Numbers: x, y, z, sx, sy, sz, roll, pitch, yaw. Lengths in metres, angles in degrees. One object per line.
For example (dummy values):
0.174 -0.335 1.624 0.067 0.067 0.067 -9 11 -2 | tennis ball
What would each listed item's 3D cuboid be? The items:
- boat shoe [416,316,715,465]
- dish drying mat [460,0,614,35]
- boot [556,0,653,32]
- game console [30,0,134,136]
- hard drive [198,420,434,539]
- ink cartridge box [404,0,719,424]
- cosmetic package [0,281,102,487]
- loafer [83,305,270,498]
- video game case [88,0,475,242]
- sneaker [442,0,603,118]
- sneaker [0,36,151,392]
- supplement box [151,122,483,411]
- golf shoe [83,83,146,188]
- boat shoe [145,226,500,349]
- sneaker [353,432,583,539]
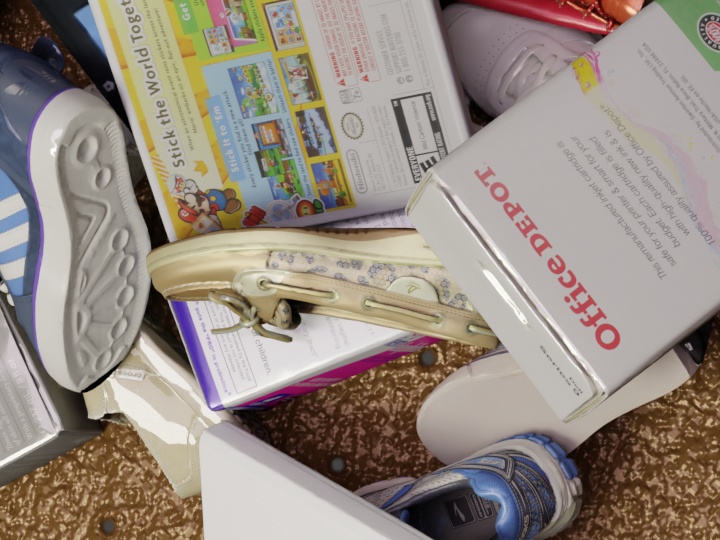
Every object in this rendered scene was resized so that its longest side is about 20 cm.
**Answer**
0.124 0.047 1.469 0.199 0.093 0.075 -25 109 38 | boat shoe
0.069 -0.182 1.498 0.199 0.018 0.077 17 51 16 | dish drying mat
0.115 -0.176 1.435 0.198 0.075 0.108 -7 54 -3 | boot
-0.073 -0.141 1.403 0.176 0.031 0.200 -31 109 17 | game console
-0.016 0.179 1.443 0.199 0.026 0.133 26 127 43 | hard drive
0.144 -0.040 1.340 0.200 0.088 0.146 -37 84 -17 | ink cartridge box
-0.269 0.096 1.566 0.199 0.090 0.107 -29 82 9 | cosmetic package
-0.141 0.056 1.536 0.200 0.076 0.068 44 93 14 | loafer
-0.043 -0.116 1.387 0.181 0.023 0.201 -10 117 14 | video game case
0.123 -0.097 1.457 0.199 0.100 0.075 34 98 17 | sneaker
-0.197 -0.040 1.463 0.146 0.080 0.201 26 136 31 | sneaker
0.000 0.000 1.485 0.199 0.101 0.104 -23 81 14 | supplement box
-0.127 -0.083 1.492 0.075 0.092 0.200 40 138 -10 | golf shoe
-0.020 0.011 1.400 0.198 0.073 0.063 -1 85 14 | boat shoe
0.025 0.151 1.458 0.199 0.085 0.077 -33 84 31 | sneaker
